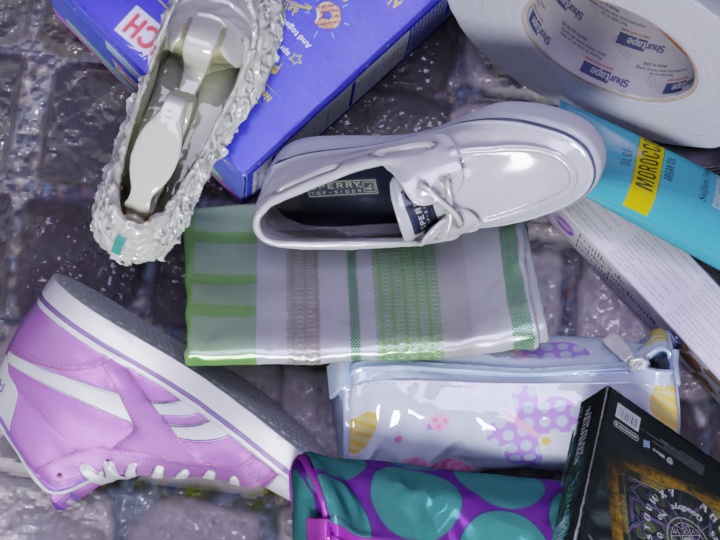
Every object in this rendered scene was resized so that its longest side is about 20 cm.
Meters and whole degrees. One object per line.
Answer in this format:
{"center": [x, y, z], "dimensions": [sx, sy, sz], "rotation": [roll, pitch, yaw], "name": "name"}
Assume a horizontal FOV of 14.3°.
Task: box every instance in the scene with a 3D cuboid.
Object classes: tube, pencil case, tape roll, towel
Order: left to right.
{"center": [0.000, 0.000, 1.612], "dimensions": [0.199, 0.031, 0.149], "rotation": [-3, 33, -2], "name": "towel"}
{"center": [0.058, 0.151, 1.563], "dimensions": [0.199, 0.092, 0.085], "rotation": [7, 105, -13], "name": "pencil case"}
{"center": [0.081, 0.074, 1.605], "dimensions": [0.199, 0.091, 0.083], "rotation": [-1, 75, 0], "name": "pencil case"}
{"center": [0.149, -0.149, 1.591], "dimensions": [0.200, 0.200, 0.066], "rotation": [24, 71, 6], "name": "tape roll"}
{"center": [0.196, -0.031, 1.634], "dimensions": [0.200, 0.078, 0.050], "rotation": [27, 119, -7], "name": "tube"}

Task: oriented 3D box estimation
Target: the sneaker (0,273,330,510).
{"center": [-0.115, 0.100, 1.617], "dimensions": [0.200, 0.073, 0.114], "rotation": [31, 96, 3], "name": "sneaker"}

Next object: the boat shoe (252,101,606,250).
{"center": [0.036, -0.041, 1.580], "dimensions": [0.199, 0.074, 0.065], "rotation": [-10, 29, 23], "name": "boat shoe"}

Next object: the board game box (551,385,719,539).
{"center": [0.189, 0.168, 1.539], "dimensions": [0.200, 0.028, 0.136], "rotation": [35, 46, -19], "name": "board game box"}

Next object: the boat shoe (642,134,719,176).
{"center": [0.253, -0.107, 1.670], "dimensions": [0.199, 0.063, 0.073], "rotation": [-23, 79, -5], "name": "boat shoe"}

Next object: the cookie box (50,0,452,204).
{"center": [-0.055, -0.168, 1.678], "dimensions": [0.200, 0.075, 0.171], "rotation": [-42, 80, -11], "name": "cookie box"}

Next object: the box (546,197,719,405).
{"center": [0.188, 0.024, 1.646], "dimensions": [0.041, 0.039, 0.200], "rotation": [-41, 79, -12], "name": "box"}

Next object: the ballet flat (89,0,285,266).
{"center": [-0.093, -0.097, 1.589], "dimensions": [0.072, 0.072, 0.201], "rotation": [19, 80, 5], "name": "ballet flat"}
